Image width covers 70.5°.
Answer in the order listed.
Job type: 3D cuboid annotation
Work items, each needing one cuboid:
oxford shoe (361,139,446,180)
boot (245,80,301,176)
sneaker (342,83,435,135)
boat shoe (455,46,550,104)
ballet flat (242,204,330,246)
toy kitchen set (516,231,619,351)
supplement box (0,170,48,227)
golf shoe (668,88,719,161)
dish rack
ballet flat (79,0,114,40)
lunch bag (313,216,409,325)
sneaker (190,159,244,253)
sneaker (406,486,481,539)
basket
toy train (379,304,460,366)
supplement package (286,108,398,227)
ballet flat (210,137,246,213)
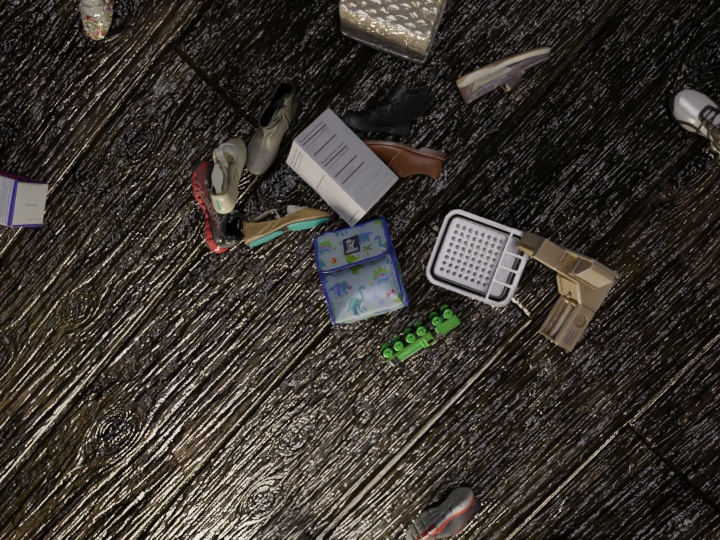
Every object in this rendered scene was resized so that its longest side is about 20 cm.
[{"bbox_3d":[0.079,-0.236,1.085,0.198,0.071,0.072,13,103,-1],"label":"oxford shoe"},{"bbox_3d":[-0.194,-0.294,1.053,0.067,0.131,0.201,30,97,-2],"label":"boot"},{"bbox_3d":[0.060,-0.337,1.043,0.199,0.060,0.105,-3,126,-36],"label":"sneaker"},{"bbox_3d":[0.299,-0.405,1.058,0.199,0.072,0.065,-21,108,2],"label":"boat shoe"},{"bbox_3d":[-0.167,-0.110,1.111,0.198,0.069,0.064,-18,83,3],"label":"ballet flat"},{"bbox_3d":[0.408,0.053,1.037,0.199,0.163,0.181,27,98,-18],"label":"toy kitchen set"},{"bbox_3d":[-0.809,-0.168,1.104,0.198,0.101,0.104,14,97,0],"label":"supplement box"},{"bbox_3d":[0.729,-0.306,1.042,0.200,0.095,0.078,39,98,-2],"label":"golf shoe"},{"bbox_3d":[0.255,-0.029,1.117,0.198,0.044,0.173,20,98,-1],"label":"dish rack"},{"bbox_3d":[-0.549,-0.591,1.062,0.075,0.064,0.202,16,98,-1],"label":"ballet flat"},{"bbox_3d":[0.000,0.000,1.095,0.169,0.127,0.202,-15,80,6],"label":"lunch bag"},{"bbox_3d":[-0.301,-0.141,1.095,0.097,0.071,0.202,-7,100,31],"label":"sneaker"},{"bbox_3d":[0.198,0.594,1.184,0.200,0.077,0.082,-38,101,6],"label":"sneaker"},{"bbox_3d":[0.072,-0.549,1.000,0.198,0.161,0.200,20,98,1],"label":"basket"},{"bbox_3d":[0.135,0.149,1.146,0.199,0.042,0.057,-34,106,6],"label":"toy train"},{"bbox_3d":[-0.040,-0.209,1.053,0.200,0.114,0.110,45,71,-4],"label":"supplement package"},{"bbox_3d":[-0.277,-0.212,1.049,0.069,0.070,0.201,-5,60,2],"label":"ballet flat"}]
